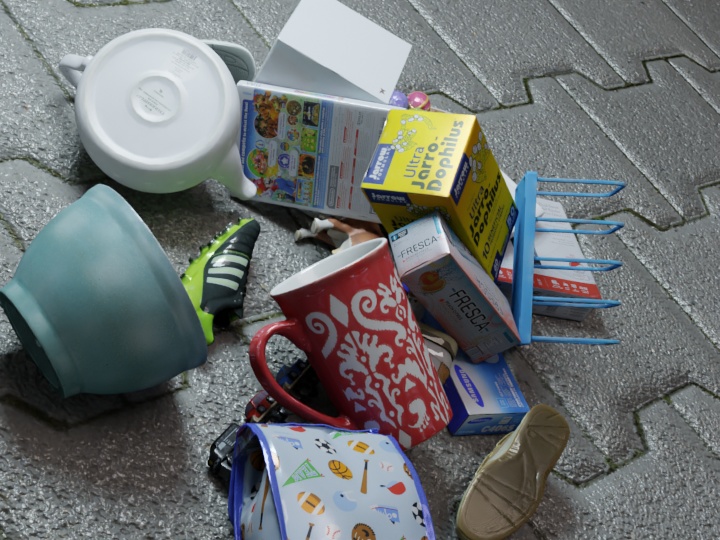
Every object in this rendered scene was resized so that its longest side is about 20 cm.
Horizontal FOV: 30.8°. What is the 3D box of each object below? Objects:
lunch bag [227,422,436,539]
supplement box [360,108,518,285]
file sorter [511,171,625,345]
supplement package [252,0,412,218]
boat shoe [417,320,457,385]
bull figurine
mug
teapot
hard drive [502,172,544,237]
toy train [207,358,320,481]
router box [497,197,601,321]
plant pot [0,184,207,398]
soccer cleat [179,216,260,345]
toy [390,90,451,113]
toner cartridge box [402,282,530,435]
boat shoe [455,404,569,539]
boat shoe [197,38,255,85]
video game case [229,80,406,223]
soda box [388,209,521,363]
[{"bbox_3d":[-0.029,0.239,1.225,0.169,0.124,0.201,8,53,-29],"label":"lunch bag"},{"bbox_3d":[0.095,-0.080,1.487,0.109,0.200,0.109,8,64,27],"label":"supplement box"},{"bbox_3d":[0.247,-0.007,1.569,0.122,0.139,0.201,3,86,2],"label":"file sorter"},{"bbox_3d":[-0.059,-0.207,1.607,0.151,0.200,0.151,30,38,-7],"label":"supplement package"},{"bbox_3d":[0.007,0.079,1.453,0.199,0.075,0.069,19,59,2],"label":"boat shoe"},{"bbox_3d":[0.000,0.000,1.536,0.121,0.065,0.200,10,33,-26],"label":"bull figurine"},{"bbox_3d":[-0.011,0.093,1.362,0.133,0.177,0.201,-94,159,-81],"label":"mug"},{"bbox_3d":[-0.233,-0.172,1.497,0.197,0.146,0.201,-11,78,-8],"label":"teapot"},{"bbox_3d":[0.139,-0.083,1.683,0.132,0.027,0.200,45,38,14],"label":"hard drive"},{"bbox_3d":[-0.097,0.148,1.344,0.046,0.034,0.200,30,37,12],"label":"toy train"},{"bbox_3d":[0.202,-0.028,1.732,0.199,0.049,0.180,9,45,-29],"label":"router box"},{"bbox_3d":[-0.256,0.037,1.236,0.134,0.200,0.200,-31,69,-21],"label":"plant pot"},{"bbox_3d":[-0.153,0.013,1.428,0.081,0.067,0.200,48,37,-11],"label":"soccer cleat"},{"bbox_3d":[0.083,-0.219,1.849,0.199,0.047,0.115,18,39,-21],"label":"toy"},{"bbox_3d":[0.116,0.099,1.541,0.095,0.043,0.200,1,49,-34],"label":"toner cartridge box"},{"bbox_3d":[0.160,0.231,1.415,0.074,0.066,0.200,41,51,7],"label":"boat shoe"},{"bbox_3d":[-0.219,-0.244,1.573,0.201,0.075,0.065,-7,27,17],"label":"boat shoe"},{"bbox_3d":[-0.052,-0.138,1.533,0.199,0.144,0.018,10,27,7],"label":"video game case"},{"bbox_3d":[0.107,0.022,1.450,0.200,0.063,0.069,48,21,-47],"label":"soda box"}]
